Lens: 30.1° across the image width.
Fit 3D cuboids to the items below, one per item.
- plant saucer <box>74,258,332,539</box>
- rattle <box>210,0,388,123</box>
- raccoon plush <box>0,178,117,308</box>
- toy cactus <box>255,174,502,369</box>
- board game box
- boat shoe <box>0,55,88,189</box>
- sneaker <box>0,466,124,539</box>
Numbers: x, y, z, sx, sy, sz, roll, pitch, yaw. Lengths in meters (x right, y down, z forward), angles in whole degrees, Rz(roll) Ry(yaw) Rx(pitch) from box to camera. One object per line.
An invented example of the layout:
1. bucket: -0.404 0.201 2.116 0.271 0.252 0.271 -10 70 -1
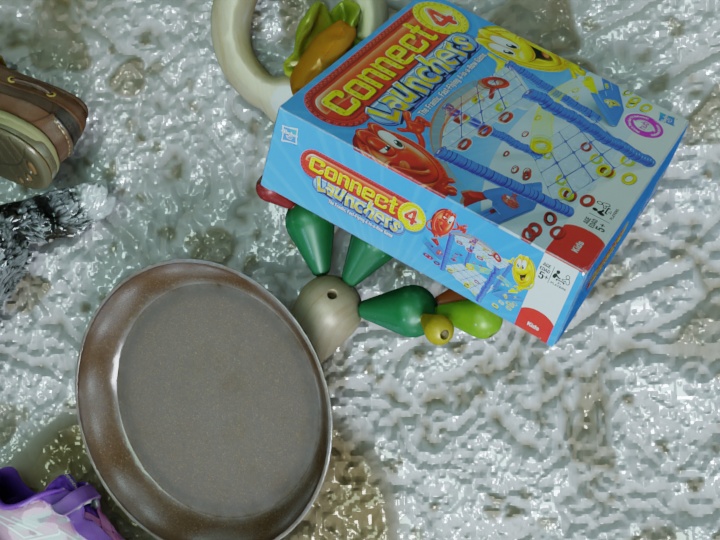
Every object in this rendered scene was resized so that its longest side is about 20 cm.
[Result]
1. plant saucer: -0.102 0.090 0.896 0.198 0.032 0.203 5 101 25
2. rattle: -0.071 -0.196 0.877 0.129 0.143 0.202 -26 87 29
3. raccoon plush: -0.257 0.025 0.932 0.198 0.097 0.136 -15 91 12
4. toy cactus: 0.000 0.000 0.876 0.199 0.102 0.166 37 105 4
5. board game box: 0.074 -0.072 0.805 0.194 0.200 0.056 29 130 12
6. boat shoe: -0.281 -0.125 0.961 0.199 0.072 0.068 25 59 21
7. sneaker: -0.193 0.189 0.910 0.198 0.080 0.089 16 87 14
